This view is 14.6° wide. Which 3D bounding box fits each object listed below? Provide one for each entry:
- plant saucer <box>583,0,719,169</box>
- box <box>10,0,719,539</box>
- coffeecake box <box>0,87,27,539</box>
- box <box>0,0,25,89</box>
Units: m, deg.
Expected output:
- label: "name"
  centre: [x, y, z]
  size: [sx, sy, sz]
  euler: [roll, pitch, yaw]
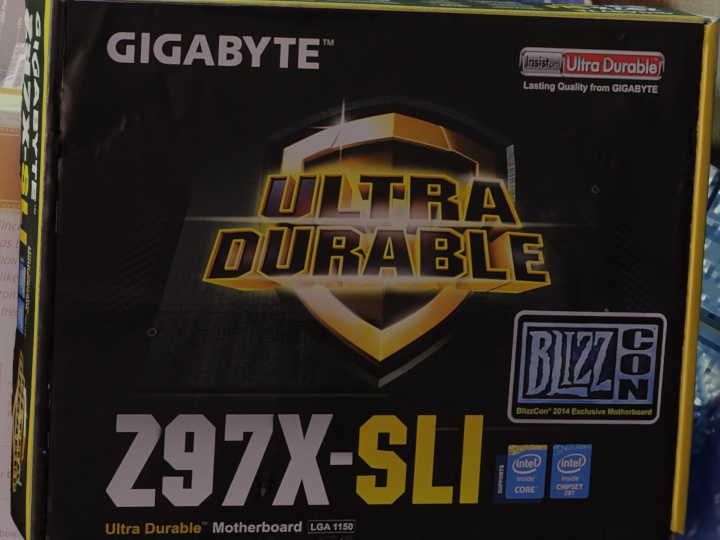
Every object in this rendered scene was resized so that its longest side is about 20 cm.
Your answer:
- label: "plant saucer"
  centre: [0.159, -0.118, 0.849]
  size: [0.200, 0.032, 0.201]
  euler: [-8, 75, 31]
- label: "box"
  centre: [0.000, 0.000, 0.817]
  size: [0.049, 0.200, 0.160]
  euler: [-148, 61, -71]
- label: "coffeecake box"
  centre: [-0.117, 0.045, 0.852]
  size: [0.073, 0.153, 0.200]
  euler: [-155, 71, -66]
- label: "box"
  centre: [-0.060, -0.110, 0.924]
  size: [0.157, 0.050, 0.200]
  euler: [9, 96, 10]
